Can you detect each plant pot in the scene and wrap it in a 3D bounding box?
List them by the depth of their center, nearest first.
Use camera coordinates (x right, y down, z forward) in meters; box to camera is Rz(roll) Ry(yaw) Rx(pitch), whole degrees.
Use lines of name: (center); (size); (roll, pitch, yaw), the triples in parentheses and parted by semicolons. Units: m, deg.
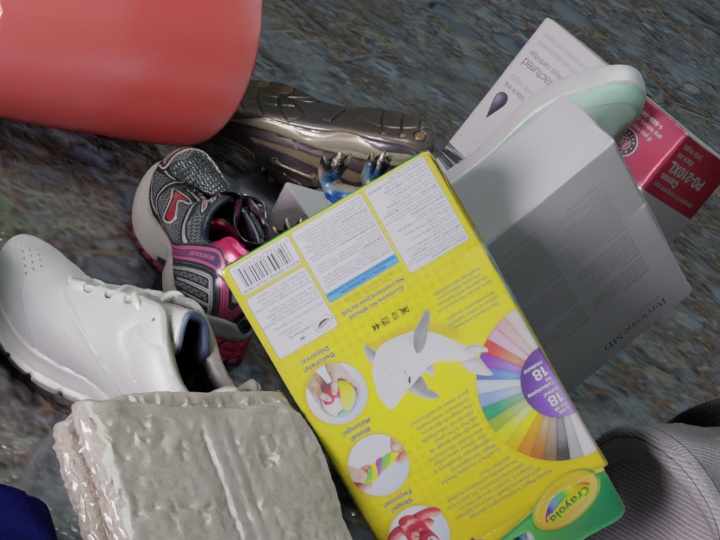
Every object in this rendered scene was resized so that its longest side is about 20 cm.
plant pot: (-0.191, -0.177, 1.103); (0.177, 0.201, 0.201); (-5, 40, -38)

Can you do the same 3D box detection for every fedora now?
fedora: (0.170, 0.140, 0.852); (0.090, 0.177, 0.200); (22, 7, -32)

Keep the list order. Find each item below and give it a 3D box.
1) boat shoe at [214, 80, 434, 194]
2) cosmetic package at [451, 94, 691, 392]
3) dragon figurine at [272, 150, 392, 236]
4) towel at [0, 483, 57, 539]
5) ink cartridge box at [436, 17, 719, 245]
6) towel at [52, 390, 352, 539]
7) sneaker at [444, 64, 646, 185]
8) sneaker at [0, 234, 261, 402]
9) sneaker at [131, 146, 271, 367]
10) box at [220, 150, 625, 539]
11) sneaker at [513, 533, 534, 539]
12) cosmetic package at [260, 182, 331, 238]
boat shoe: (-0.045, -0.086, 1.212); (0.199, 0.074, 0.074); (16, 26, 23)
cosmetic package: (0.069, 0.023, 0.896); (0.052, 0.200, 0.151); (51, -1, 43)
dragon figurine: (0.000, 0.000, 0.961); (0.059, 0.200, 0.100); (-1, 52, -38)
towel: (-0.192, 0.108, 0.631); (0.200, 0.050, 0.148); (26, 6, -35)
ink cartridge box: (0.126, -0.043, 1.137); (0.145, 0.200, 0.084); (46, 14, 34)
towel: (-0.051, 0.143, 0.715); (0.132, 0.034, 0.201); (4, 57, -43)
sneaker: (0.114, -0.032, 1.031); (0.118, 0.200, 0.074); (57, 7, 35)
sneaker: (-0.116, 0.039, 0.855); (0.200, 0.087, 0.074); (41, 27, 27)
sneaker: (-0.087, -0.023, 1.027); (0.080, 0.075, 0.200); (18, 25, -24)
box: (0.032, 0.057, 0.804); (0.201, 0.117, 0.048); (61, -1, -1)
sneaker: (0.075, 0.182, 0.829); (0.086, 0.075, 0.200); (-16, 48, -28)
cosmetic package: (0.009, 0.024, 1.073); (0.082, 0.051, 0.200); (11, 30, -32)
